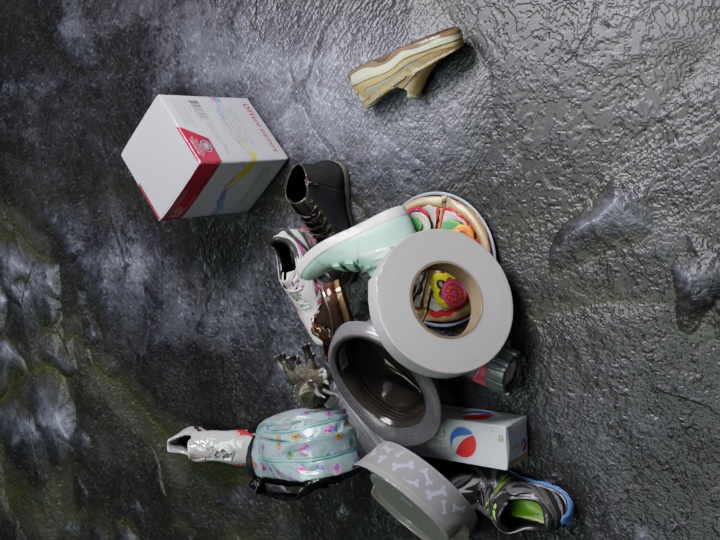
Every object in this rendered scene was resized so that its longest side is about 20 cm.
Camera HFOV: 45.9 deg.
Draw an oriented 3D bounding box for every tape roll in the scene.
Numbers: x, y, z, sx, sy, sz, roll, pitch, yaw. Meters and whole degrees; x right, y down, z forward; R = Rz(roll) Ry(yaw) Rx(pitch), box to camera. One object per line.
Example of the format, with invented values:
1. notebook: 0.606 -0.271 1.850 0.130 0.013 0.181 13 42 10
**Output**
1. tape roll: 0.109 0.043 1.143 0.204 0.202 0.037 68 157 9

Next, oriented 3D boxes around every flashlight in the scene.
1. flashlight: 0.137 0.117 1.229 0.199 0.068 0.068 20 82 35

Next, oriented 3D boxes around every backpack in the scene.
1. backpack: -0.085 0.277 1.323 0.200 0.166 0.127 -21 86 62

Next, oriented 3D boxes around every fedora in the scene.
1. fedora: 0.049 0.143 1.214 0.200 0.090 0.177 49 137 -1

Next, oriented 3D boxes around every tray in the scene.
1. tray: 0.007 0.257 1.358 0.200 0.022 0.108 52 137 20

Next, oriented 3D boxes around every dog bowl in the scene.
1. dog bowl: 0.081 0.324 1.221 0.200 0.059 0.200 36 159 16

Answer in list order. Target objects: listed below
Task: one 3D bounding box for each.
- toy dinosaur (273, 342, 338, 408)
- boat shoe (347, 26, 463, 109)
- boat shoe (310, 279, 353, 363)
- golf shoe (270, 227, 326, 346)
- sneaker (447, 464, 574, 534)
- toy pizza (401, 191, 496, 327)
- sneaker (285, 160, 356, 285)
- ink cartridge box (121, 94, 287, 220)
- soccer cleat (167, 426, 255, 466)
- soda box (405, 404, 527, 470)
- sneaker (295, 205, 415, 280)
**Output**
1. toy dinosaur: -0.079 0.174 1.319 0.077 0.200 0.103 -19 73 -3
2. boat shoe: 0.073 -0.286 1.230 0.199 0.072 0.077 -13 102 45
3. boat shoe: -0.040 0.087 1.284 0.070 0.200 0.071 -13 53 1
4. golf shoe: -0.095 0.031 1.377 0.072 0.092 0.201 -23 84 36
5. sneaker: 0.198 0.322 1.196 0.199 0.082 0.071 5 100 40
6. toy pizza: 0.108 -0.015 1.253 0.199 0.032 0.202 6 99 37
7. sneaker: -0.066 -0.071 1.330 0.074 0.106 0.201 -7 92 37
8. ink cartridge box: -0.254 -0.187 1.401 0.145 0.199 0.146 -47 68 34
9. soccer cleat: -0.268 0.322 1.549 0.199 0.085 0.069 2 97 37
10. soda box: 0.140 0.237 1.238 0.199 0.068 0.064 0 96 37
11. sneaker: 0.000 0.000 1.254 0.200 0.074 0.119 -27 81 23
